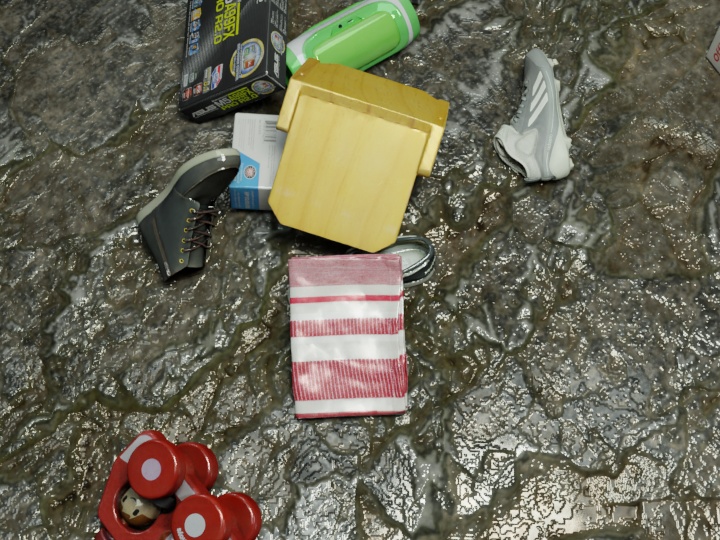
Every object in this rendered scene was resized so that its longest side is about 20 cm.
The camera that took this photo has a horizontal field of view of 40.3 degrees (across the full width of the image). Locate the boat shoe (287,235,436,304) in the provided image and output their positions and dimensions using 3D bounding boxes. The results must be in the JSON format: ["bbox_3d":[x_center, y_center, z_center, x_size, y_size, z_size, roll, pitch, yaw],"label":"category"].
[{"bbox_3d":[0.000,0.000,1.264,0.199,0.060,0.076,-20,67,-7],"label":"boat shoe"}]

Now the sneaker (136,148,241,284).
[{"bbox_3d":[-0.204,-0.068,1.257,0.075,0.200,0.106,-6,66,-48],"label":"sneaker"}]

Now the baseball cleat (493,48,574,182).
[{"bbox_3d":[0.229,-0.216,1.346,0.106,0.070,0.201,-8,65,-2],"label":"baseball cleat"}]

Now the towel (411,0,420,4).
[{"bbox_3d":[0.034,-0.480,1.400,0.166,0.200,0.086,42,78,17],"label":"towel"}]

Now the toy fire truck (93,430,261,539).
[{"bbox_3d":[-0.225,0.294,1.127,0.168,0.112,0.200,-46,70,3],"label":"toy fire truck"}]

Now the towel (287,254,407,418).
[{"bbox_3d":[-0.016,0.081,1.216,0.143,0.023,0.201,-2,86,2],"label":"towel"}]

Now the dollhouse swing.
[{"bbox_3d":[-0.007,-0.149,1.273,0.199,0.176,0.182,17,25,1],"label":"dollhouse swing"}]

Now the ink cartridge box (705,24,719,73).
[{"bbox_3d":[0.571,-0.274,1.316,0.086,0.147,0.200,-27,68,-8],"label":"ink cartridge box"}]

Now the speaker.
[{"bbox_3d":[-0.018,-0.321,1.392,0.200,0.089,0.089,-31,69,-11],"label":"speaker"}]

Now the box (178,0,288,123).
[{"bbox_3d":[-0.178,-0.323,1.381,0.160,0.044,0.201,-15,62,31],"label":"box"}]

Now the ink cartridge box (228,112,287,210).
[{"bbox_3d":[-0.073,-0.142,1.320,0.199,0.068,0.116,3,67,-3],"label":"ink cartridge box"}]
